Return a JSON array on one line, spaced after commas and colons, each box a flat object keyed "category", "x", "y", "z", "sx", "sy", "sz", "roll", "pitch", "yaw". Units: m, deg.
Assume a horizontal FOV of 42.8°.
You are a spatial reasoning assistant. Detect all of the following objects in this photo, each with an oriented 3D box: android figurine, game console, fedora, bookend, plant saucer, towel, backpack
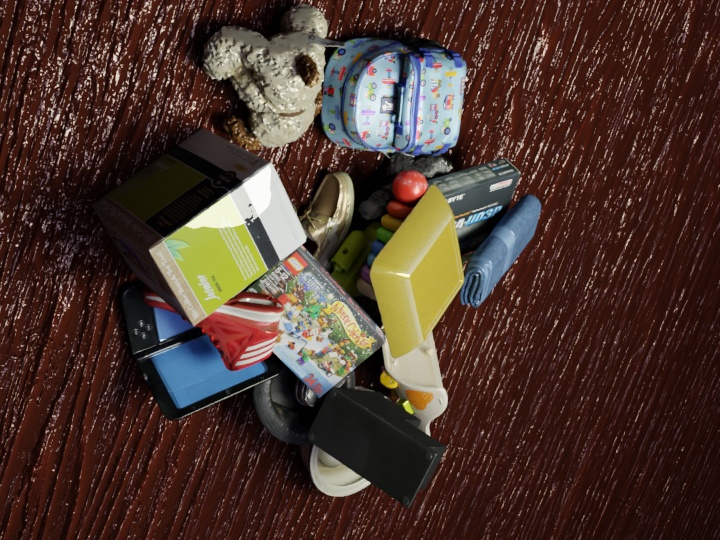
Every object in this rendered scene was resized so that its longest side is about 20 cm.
[{"category": "android figurine", "x": 0.000, "y": 0.000, "z": 1.493, "sx": 0.201, "sy": 0.041, "sz": 0.182, "roll": -55, "pitch": 158, "yaw": -15}, {"category": "game console", "x": -0.228, "y": 0.088, "z": 1.342, "sx": 0.199, "sy": 0.116, "sz": 0.177, "roll": -21, "pitch": 122, "yaw": -31}, {"category": "fedora", "x": -0.106, "y": 0.182, "z": 1.492, "sx": 0.199, "sy": 0.091, "sz": 0.203, "roll": -11, "pitch": 109, "yaw": -37}, {"category": "bookend", "x": 0.050, "y": 0.276, "z": 1.457, "sx": 0.093, "sy": 0.198, "sz": 0.200, "roll": -62, "pitch": 155, "yaw": 3}, {"category": "plant saucer", "x": 0.099, "y": 0.008, "z": 1.396, "sx": 0.200, "sy": 0.048, "sz": 0.201, "roll": -52, "pitch": 143, "yaw": -33}, {"category": "towel", "x": 0.231, "y": -0.036, "z": 1.534, "sx": 0.200, "sy": 0.048, "sz": 0.112, "roll": -47, "pitch": 158, "yaw": -31}, {"category": "backpack", "x": 0.044, "y": -0.261, "z": 1.394, "sx": 0.199, "sy": 0.134, "sz": 0.184, "roll": -6, "pitch": 113, "yaw": -36}]

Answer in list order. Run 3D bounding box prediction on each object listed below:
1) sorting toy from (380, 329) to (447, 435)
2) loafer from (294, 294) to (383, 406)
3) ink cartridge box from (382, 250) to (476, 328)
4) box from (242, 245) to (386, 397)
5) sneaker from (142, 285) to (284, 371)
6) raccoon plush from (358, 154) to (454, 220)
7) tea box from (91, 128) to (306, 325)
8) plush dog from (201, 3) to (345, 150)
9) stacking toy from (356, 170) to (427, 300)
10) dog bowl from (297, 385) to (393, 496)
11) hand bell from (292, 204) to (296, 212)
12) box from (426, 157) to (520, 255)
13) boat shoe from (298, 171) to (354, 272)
[{"category": "sorting toy", "x": 0.096, "y": 0.206, "z": 1.633, "sx": 0.106, "sy": 0.201, "sz": 0.181, "roll": -11, "pitch": 129, "yaw": 3}, {"category": "loafer", "x": -0.029, "y": 0.127, "z": 1.437, "sx": 0.072, "sy": 0.063, "sz": 0.201, "roll": 45, "pitch": 72, "yaw": -37}, {"category": "ink cartridge box", "x": 0.106, "y": 0.038, "z": 1.581, "sx": 0.199, "sy": 0.048, "sz": 0.146, "roll": -16, "pitch": 163, "yaw": -32}, {"category": "box", "x": -0.077, "y": 0.073, "z": 1.355, "sx": 0.136, "sy": 0.038, "sz": 0.200, "roll": -40, "pitch": 107, "yaw": 11}, {"category": "sneaker", "x": -0.213, "y": 0.085, "z": 1.296, "sx": 0.198, "sy": 0.078, "sz": 0.117, "roll": 11, "pitch": 110, "yaw": 1}, {"category": "raccoon plush", "x": 0.083, "y": -0.123, "z": 1.528, "sx": 0.199, "sy": 0.097, "sz": 0.134, "roll": -35, "pitch": 137, "yaw": -10}, {"category": "tea box", "x": -0.217, "y": -0.065, "z": 1.225, "sx": 0.196, "sy": 0.200, "sz": 0.134, "roll": -37, "pitch": 128, "yaw": -18}, {"category": "plush dog", "x": -0.107, "y": -0.250, "z": 1.286, "sx": 0.199, "sy": 0.161, "sz": 0.173, "roll": -27, "pitch": 147, "yaw": -28}, {"category": "stacking toy", "x": 0.057, "y": -0.055, "z": 1.409, "sx": 0.085, "sy": 0.085, "sz": 0.202, "roll": 3, "pitch": 108, "yaw": -39}, {"category": "dog bowl", "x": -0.026, "y": 0.292, "z": 1.625, "sx": 0.199, "sy": 0.074, "sz": 0.202, "roll": -17, "pitch": 120, "yaw": -32}, {"category": "hand bell", "x": -0.139, "y": -0.002, "z": 1.402, "sx": 0.104, "sy": 0.104, "sz": 0.201, "roll": -27, "pitch": 133, "yaw": -27}, {"category": "box", "x": 0.159, "y": -0.091, "z": 1.522, "sx": 0.199, "sy": 0.046, "sz": 0.160, "roll": -19, "pitch": 141, "yaw": -30}, {"category": "boat shoe", "x": -0.068, "y": -0.059, "z": 1.433, "sx": 0.066, "sy": 0.074, "sz": 0.202, "roll": 5, "pitch": 106, "yaw": -46}]
